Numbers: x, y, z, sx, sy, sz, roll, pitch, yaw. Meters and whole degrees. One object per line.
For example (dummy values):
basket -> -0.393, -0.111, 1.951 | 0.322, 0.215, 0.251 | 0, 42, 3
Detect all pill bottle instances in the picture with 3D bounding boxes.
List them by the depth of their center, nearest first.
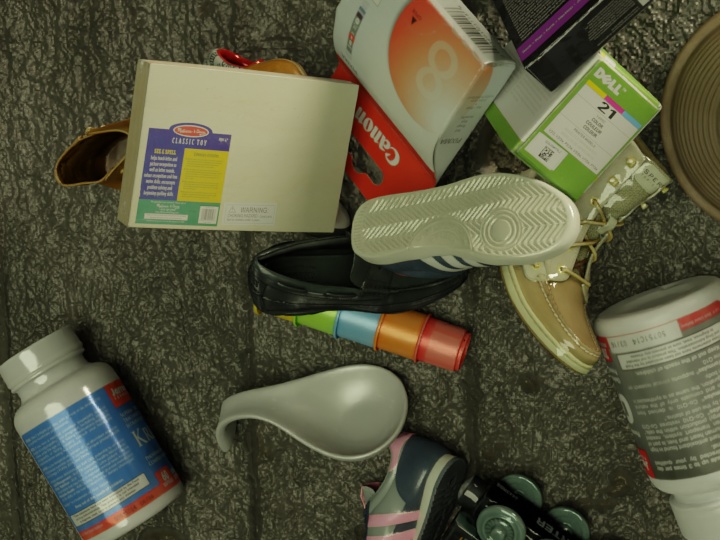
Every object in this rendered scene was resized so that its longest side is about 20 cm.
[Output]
pill bottle -> 0.280, 0.116, 1.042 | 0.113, 0.114, 0.201 | -19, 94, 20
pill bottle -> -0.269, 0.161, 1.224 | 0.112, 0.112, 0.201 | -31, 91, 20

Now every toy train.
toy train -> 0.161, 0.272, 1.131 | 0.199, 0.085, 0.114 | 36, 120, 6

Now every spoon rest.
spoon rest -> -0.050, 0.136, 1.169 | 0.199, 0.061, 0.100 | -8, 53, 21

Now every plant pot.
plant pot -> 0.337, -0.122, 0.992 | 0.199, 0.093, 0.203 | 3, 100, 18

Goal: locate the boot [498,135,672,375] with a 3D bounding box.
boot -> 0.190, -0.029, 1.021 | 0.154, 0.072, 0.201 | -36, 48, 22

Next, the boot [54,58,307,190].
boot -> -0.150, -0.117, 1.053 | 0.200, 0.144, 0.071 | -25, 89, 24

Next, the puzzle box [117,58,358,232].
puzzle box -> -0.099, -0.100, 1.032 | 0.025, 0.199, 0.134 | 30, 113, 51

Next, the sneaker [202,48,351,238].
sneaker -> -0.076, -0.120, 1.134 | 0.201, 0.067, 0.108 | 35, 111, 11

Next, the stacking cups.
stacking cups -> 0.004, 0.041, 1.151 | 0.199, 0.061, 0.061 | 17, 105, 8

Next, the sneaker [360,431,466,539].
sneaker -> 0.029, 0.245, 1.179 | 0.082, 0.070, 0.201 | 30, 106, 27

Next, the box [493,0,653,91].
box -> 0.171, -0.237, 0.974 | 0.036, 0.201, 0.143 | 38, 113, -27

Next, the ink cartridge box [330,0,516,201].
ink cartridge box -> 0.022, -0.151, 1.054 | 0.163, 0.050, 0.200 | 53, 127, 26

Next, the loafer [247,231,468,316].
loafer -> 0.000, 0.000, 1.101 | 0.199, 0.071, 0.069 | -6, 60, -6

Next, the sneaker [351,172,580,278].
sneaker -> 0.094, -0.031, 1.015 | 0.199, 0.084, 0.076 | 1, 75, 34

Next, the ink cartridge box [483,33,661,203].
ink cartridge box -> 0.192, -0.174, 0.991 | 0.076, 0.148, 0.200 | 35, 107, -24
